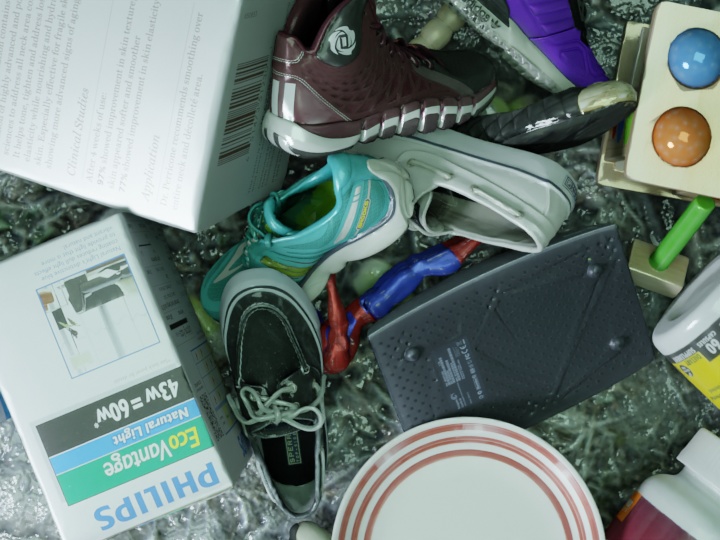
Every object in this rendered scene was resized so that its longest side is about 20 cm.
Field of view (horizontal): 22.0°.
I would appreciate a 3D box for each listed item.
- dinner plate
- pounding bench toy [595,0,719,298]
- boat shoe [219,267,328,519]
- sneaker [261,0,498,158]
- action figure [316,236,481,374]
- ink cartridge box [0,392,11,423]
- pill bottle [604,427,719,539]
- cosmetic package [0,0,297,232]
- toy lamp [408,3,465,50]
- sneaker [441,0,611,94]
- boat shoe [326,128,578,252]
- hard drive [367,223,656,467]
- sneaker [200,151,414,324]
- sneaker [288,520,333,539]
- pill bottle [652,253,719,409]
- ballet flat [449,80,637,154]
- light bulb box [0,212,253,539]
[{"bbox_3d":[0.078,0.207,1.338,0.199,0.024,0.201,0,79,3],"label":"dinner plate"},{"bbox_3d":[0.244,-0.078,1.332,0.123,0.156,0.201,11,92,-2],"label":"pounding bench toy"},{"bbox_3d":[-0.060,0.093,1.328,0.073,0.068,0.200,-5,125,-2],"label":"boat shoe"},{"bbox_3d":[0.020,-0.154,1.272,0.199,0.075,0.116,-21,122,-37],"label":"sneaker"},{"bbox_3d":[0.000,0.000,1.377,0.200,0.065,0.099,-44,99,-1],"label":"action figure"},{"bbox_3d":[-0.309,0.073,1.304,0.066,0.200,0.116,-21,93,0],"label":"ink cartridge box"},{"bbox_3d":[0.227,0.222,1.364,0.109,0.110,0.200,37,91,-2],"label":"pill bottle"},{"bbox_3d":[-0.154,-0.146,1.277,0.199,0.166,0.168,19,109,14],"label":"cosmetic package"},{"bbox_3d":[0.066,-0.185,1.376,0.058,0.058,0.200,40,92,-2],"label":"toy lamp"},{"bbox_3d":[0.135,-0.194,1.331,0.200,0.070,0.100,36,93,-36],"label":"sneaker"},{"bbox_3d":[0.055,-0.056,1.320,0.199,0.072,0.066,17,59,24],"label":"boat shoe"},{"bbox_3d":[0.110,0.051,1.366,0.199,0.042,0.135,-24,117,-6],"label":"hard drive"},{"bbox_3d":[-0.052,-0.028,1.315,0.200,0.079,0.078,-37,53,34],"label":"sneaker"},{"bbox_3d":[0.040,0.235,1.387,0.200,0.070,0.094,40,83,-4],"label":"sneaker"},{"bbox_3d":[0.321,0.080,1.362,0.200,0.111,0.111,43,91,-2],"label":"pill bottle"},{"bbox_3d":[0.113,-0.111,1.324,0.066,0.199,0.057,6,78,-43],"label":"ballet flat"},{"bbox_3d":[-0.173,0.072,1.308,0.124,0.198,0.201,-22,91,2],"label":"light bulb box"}]
